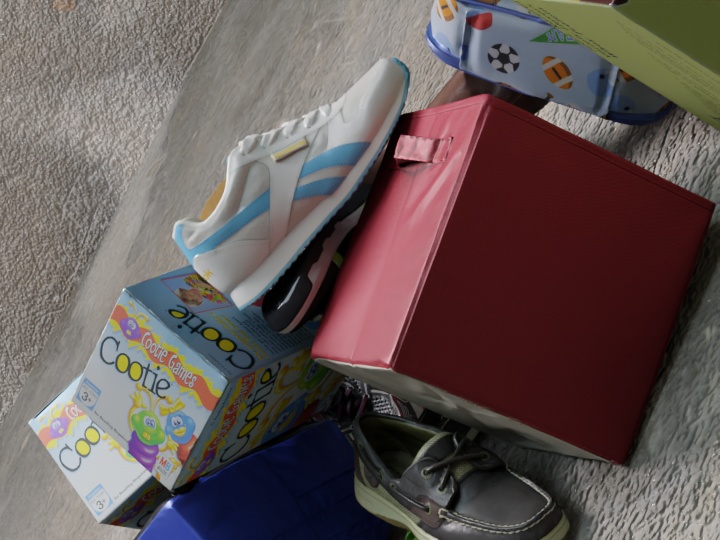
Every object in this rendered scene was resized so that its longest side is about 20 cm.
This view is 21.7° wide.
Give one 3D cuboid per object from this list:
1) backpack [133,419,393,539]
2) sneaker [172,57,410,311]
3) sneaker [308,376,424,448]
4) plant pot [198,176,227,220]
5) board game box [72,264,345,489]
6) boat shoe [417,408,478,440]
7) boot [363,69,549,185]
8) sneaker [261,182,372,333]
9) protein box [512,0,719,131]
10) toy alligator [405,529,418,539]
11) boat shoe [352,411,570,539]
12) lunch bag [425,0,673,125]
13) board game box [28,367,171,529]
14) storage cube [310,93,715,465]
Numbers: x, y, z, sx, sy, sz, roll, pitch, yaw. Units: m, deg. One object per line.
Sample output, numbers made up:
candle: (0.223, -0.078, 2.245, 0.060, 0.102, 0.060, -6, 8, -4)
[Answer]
backpack: (-0.068, 0.221, 1.424, 0.200, 0.168, 0.163, -30, -11, -48)
sneaker: (-0.043, -0.071, 1.274, 0.200, 0.081, 0.077, -50, 4, 1)
sneaker: (-0.035, 0.096, 1.515, 0.075, 0.199, 0.081, 5, -68, -62)
plant pot: (-0.033, -0.006, 1.647, 0.187, 0.186, 0.200, -62, 20, -3)
board game box: (-0.094, 0.061, 1.356, 0.200, 0.105, 0.103, -21, -34, -56)
boat shoe: (0.077, 0.068, 1.391, 0.200, 0.066, 0.075, -52, 17, 27)
boot: (0.042, -0.110, 1.398, 0.200, 0.185, 0.065, -39, 65, 53)
sneaker: (0.000, 0.000, 1.342, 0.072, 0.083, 0.200, -47, 2, 32)
protein box: (0.222, -0.169, 1.109, 0.135, 0.198, 0.200, -60, 16, 2)
toy alligator: (0.055, 0.181, 1.299, 0.059, 0.054, 0.200, -53, 19, 25)
boat shoe: (0.055, 0.140, 1.246, 0.072, 0.066, 0.200, -32, 25, -26)
lunch bag: (0.157, -0.186, 1.336, 0.161, 0.199, 0.076, -56, -17, -45)
board game box: (-0.153, 0.137, 1.490, 0.105, 0.103, 0.200, -43, -22, 7)
storage cube: (0.093, 0.008, 1.227, 0.181, 0.199, 0.171, -70, 18, -7)
